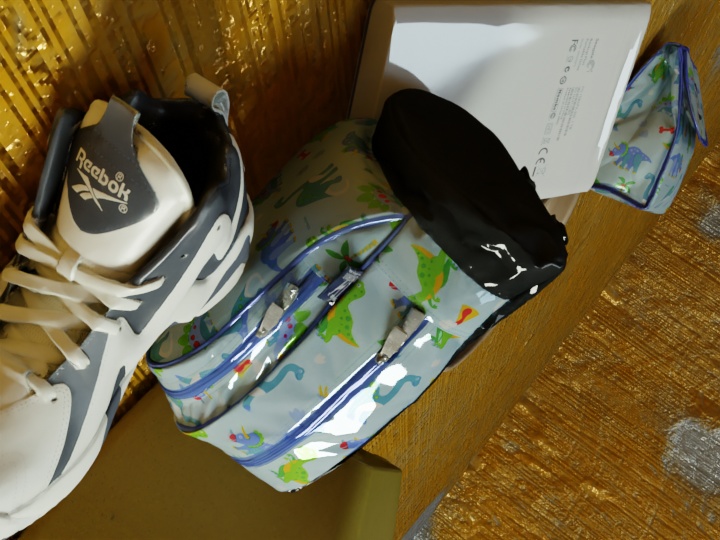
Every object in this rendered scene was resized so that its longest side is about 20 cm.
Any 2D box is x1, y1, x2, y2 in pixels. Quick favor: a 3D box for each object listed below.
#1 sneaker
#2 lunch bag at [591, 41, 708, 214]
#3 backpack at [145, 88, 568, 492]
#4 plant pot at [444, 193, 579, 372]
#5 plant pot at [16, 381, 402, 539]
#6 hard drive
[{"bbox_3d":[-0.106,0.001,0.391,0.199,0.079,0.130,-43,160,-34],"label":"sneaker"},{"bbox_3d":[0.371,-0.179,1.347,0.170,0.127,0.201,-1,113,-68],"label":"lunch bag"},{"bbox_3d":[-0.013,0.014,0.537,0.200,0.153,0.163,-59,-160,24],"label":"backpack"},{"bbox_3d":[0.094,-0.020,0.908,0.201,0.093,0.201,-49,164,-19],"label":"plant pot"},{"bbox_3d":[-0.077,0.172,0.659,0.177,0.199,0.200,-63,165,-5],"label":"plant pot"},{"bbox_3d":[0.080,-0.098,0.637,0.199,0.025,0.132,-10,127,-34],"label":"hard drive"}]
